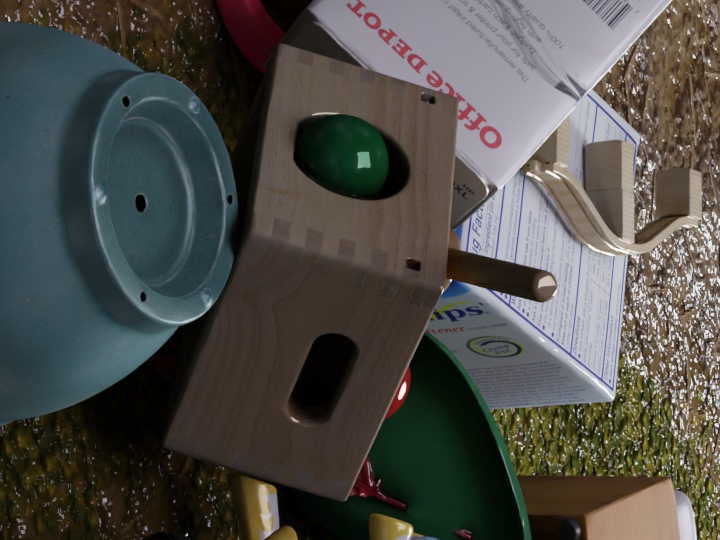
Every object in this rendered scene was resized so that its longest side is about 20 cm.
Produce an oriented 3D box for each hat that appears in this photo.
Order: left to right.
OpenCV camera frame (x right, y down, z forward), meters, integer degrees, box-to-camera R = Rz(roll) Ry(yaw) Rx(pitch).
[{"bbox_3d":[-0.025,0.128,1.653,0.176,0.166,0.200,-20,84,-23],"label":"hat"}]

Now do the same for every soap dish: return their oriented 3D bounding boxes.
[{"bbox_3d":[0.110,0.199,1.735,0.081,0.200,0.157,-5,90,-36],"label":"soap dish"}]

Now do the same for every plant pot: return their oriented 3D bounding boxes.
[{"bbox_3d":[-0.143,-0.027,1.409,0.200,0.134,0.200,14,73,-57],"label":"plant pot"}]

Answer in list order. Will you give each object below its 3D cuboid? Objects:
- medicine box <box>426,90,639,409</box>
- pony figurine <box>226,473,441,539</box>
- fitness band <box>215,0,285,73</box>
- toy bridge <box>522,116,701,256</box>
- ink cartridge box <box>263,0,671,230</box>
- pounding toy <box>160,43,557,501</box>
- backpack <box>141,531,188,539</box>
[{"bbox_3d":[0.075,-0.035,1.792,0.200,0.103,0.182,37,54,-49],"label":"medicine box"},{"bbox_3d":[-0.015,0.227,1.568,0.193,0.167,0.200,20,80,-25],"label":"pony figurine"},{"bbox_3d":[-0.032,-0.203,1.719,0.144,0.037,0.200,50,45,-46],"label":"fitness band"},{"bbox_3d":[0.150,-0.044,1.793,0.200,0.027,0.067,16,72,-57],"label":"toy bridge"},{"bbox_3d":[0.066,-0.140,1.669,0.145,0.084,0.200,43,61,-1],"label":"ink cartridge box"},{"bbox_3d":[0.000,0.000,1.499,0.184,0.142,0.200,-84,-166,-50],"label":"pounding toy"},{"bbox_3d":[-0.095,0.209,1.395,0.200,0.153,0.176,6,82,-20],"label":"backpack"}]
